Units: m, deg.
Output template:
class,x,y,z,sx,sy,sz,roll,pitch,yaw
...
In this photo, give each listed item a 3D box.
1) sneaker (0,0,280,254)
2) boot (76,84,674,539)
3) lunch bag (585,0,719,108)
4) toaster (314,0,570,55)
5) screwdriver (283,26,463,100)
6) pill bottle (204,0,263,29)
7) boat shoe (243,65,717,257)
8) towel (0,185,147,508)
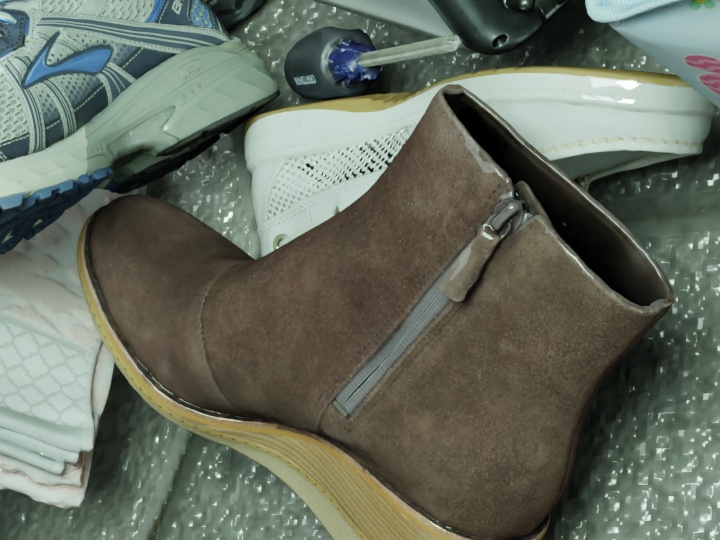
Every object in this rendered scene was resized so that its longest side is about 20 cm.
class,x,y,z,sx,sy,sz,roll,pitch,yaw
sneaker,-0.119,-0.057,0.843,0.077,0.200,0.086,-33,88,40
boot,0.000,0.000,0.805,0.200,0.072,0.167,44,131,20
lunch bag,0.185,-0.097,0.687,0.199,0.169,0.128,-10,66,32
toaster,0.035,-0.185,0.800,0.181,0.200,0.118,-48,33,-13
screwdriver,0.005,-0.066,0.828,0.200,0.028,0.029,-153,66,-75
pill bottle,-0.112,-0.165,0.905,0.106,0.200,0.107,-12,67,31
boat shoe,0.039,-0.026,0.833,0.199,0.071,0.070,-8,81,48
towel,-0.176,-0.015,0.871,0.192,0.199,0.032,-90,22,-54
